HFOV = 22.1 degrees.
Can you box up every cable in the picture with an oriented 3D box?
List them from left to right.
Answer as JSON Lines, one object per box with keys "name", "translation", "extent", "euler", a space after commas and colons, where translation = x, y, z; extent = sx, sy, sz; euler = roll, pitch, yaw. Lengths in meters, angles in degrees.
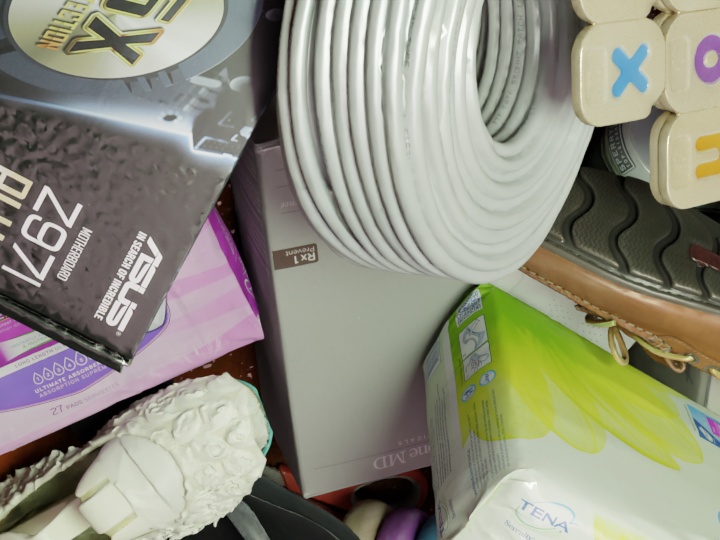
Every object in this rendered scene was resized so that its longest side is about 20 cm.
{"name": "cable", "translation": [0.042, -0.093, 0.721], "extent": [0.200, 0.069, 0.200], "euler": [-63, 149, -24]}

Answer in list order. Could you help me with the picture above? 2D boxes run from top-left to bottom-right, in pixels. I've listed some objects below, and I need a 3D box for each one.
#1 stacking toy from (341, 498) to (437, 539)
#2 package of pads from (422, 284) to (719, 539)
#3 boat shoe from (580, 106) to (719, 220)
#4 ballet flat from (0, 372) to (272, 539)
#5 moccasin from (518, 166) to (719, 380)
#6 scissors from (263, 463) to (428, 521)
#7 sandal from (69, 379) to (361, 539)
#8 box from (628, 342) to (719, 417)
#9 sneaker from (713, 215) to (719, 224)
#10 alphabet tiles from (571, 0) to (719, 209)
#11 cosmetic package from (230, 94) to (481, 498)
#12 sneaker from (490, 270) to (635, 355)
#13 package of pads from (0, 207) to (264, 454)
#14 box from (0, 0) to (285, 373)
{"name": "stacking toy", "translation": [0.090, 0.163, 0.943], "extent": [0.200, 0.085, 0.085], "euler": [0, 125, 18]}
{"name": "package of pads", "translation": [0.122, 0.109, 0.822], "extent": [0.200, 0.155, 0.068], "euler": [29, 116, -17]}
{"name": "boat shoe", "translation": [0.196, -0.044, 0.929], "extent": [0.200, 0.069, 0.057], "euler": [10, 151, -28]}
{"name": "ballet flat", "translation": [-0.123, 0.113, 0.878], "extent": [0.072, 0.072, 0.200], "euler": [34, 134, -30]}
{"name": "moccasin", "translation": [0.144, 0.013, 0.833], "extent": [0.201, 0.074, 0.078], "euler": [19, 138, -12]}
{"name": "scissors", "translation": [-0.053, 0.117, 0.979], "extent": [0.200, 0.014, 0.073], "euler": [16, 116, -25]}
{"name": "sandal", "translation": [-0.071, 0.127, 0.912], "extent": [0.200, 0.043, 0.076], "euler": [41, 120, -2]}
{"name": "box", "translation": [0.247, 0.059, 0.972], "extent": [0.200, 0.109, 0.128], "euler": [-5, 122, -12]}
{"name": "sneaker", "translation": [0.254, 0.003, 0.873], "extent": [0.200, 0.083, 0.072], "euler": [-8, 138, -5]}
{"name": "alphabet tiles", "translation": [0.152, -0.129, 0.753], "extent": [0.196, 0.015, 0.200], "euler": [-14, 107, -38]}
{"name": "cosmetic package", "translation": [0.000, 0.000, 0.881], "extent": [0.107, 0.090, 0.200], "euler": [-15, 121, -11]}
{"name": "sneaker", "translation": [0.102, 0.004, 0.914], "extent": [0.088, 0.075, 0.200], "euler": [-7, 133, 4]}
{"name": "package of pads", "translation": [-0.157, 0.012, 0.849], "extent": [0.200, 0.076, 0.121], "euler": [-24, 123, -1]}
{"name": "box", "translation": [-0.120, -0.088, 0.740], "extent": [0.164, 0.086, 0.200], "euler": [29, 96, -10]}
